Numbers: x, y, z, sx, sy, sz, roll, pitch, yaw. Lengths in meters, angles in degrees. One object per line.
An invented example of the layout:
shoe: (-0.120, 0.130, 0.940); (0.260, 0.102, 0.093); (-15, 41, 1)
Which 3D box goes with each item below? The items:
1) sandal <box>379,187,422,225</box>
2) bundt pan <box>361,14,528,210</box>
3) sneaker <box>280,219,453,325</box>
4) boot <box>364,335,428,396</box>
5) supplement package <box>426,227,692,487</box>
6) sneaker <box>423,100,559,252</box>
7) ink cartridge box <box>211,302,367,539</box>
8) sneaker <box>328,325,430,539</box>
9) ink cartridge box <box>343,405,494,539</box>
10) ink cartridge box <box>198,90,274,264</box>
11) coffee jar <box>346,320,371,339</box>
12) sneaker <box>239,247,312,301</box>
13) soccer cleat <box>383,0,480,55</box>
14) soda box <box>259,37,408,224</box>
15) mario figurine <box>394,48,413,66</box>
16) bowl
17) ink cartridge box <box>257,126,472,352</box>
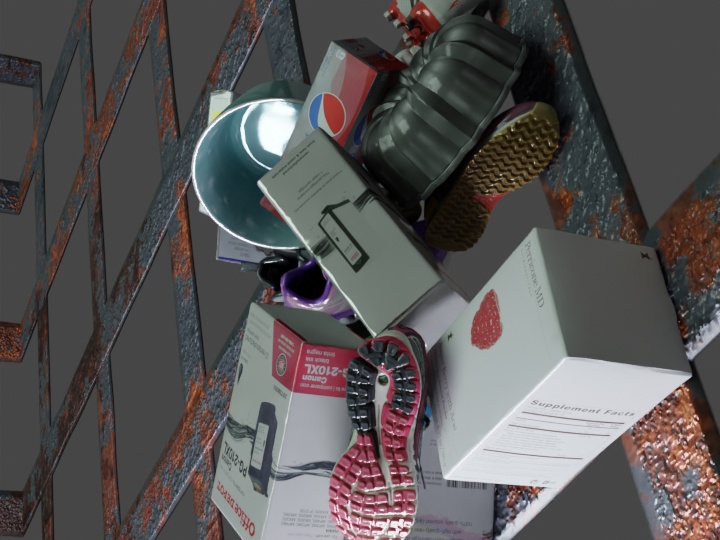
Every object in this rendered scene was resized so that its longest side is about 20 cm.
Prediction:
sandal: (0.013, -0.060, 1.419); (0.200, 0.080, 0.054); (127, 127, -79)
bundt pan: (0.071, -0.161, 1.262); (0.202, 0.076, 0.202); (-51, 12, 15)
sneaker: (0.000, 0.000, 1.373); (0.199, 0.089, 0.081); (-28, 47, 14)
boot: (0.044, 0.094, 1.325); (0.200, 0.073, 0.076); (-19, 90, 56)
supplement package: (0.151, 0.076, 1.068); (0.200, 0.119, 0.122); (126, 144, -46)
sneaker: (0.116, -0.108, 1.258); (0.200, 0.074, 0.091); (-49, 33, 42)
ink cartridge box: (-0.062, 0.146, 1.208); (0.145, 0.084, 0.202); (29, 109, 64)
sneaker: (0.026, 0.146, 1.124); (0.075, 0.080, 0.202); (-35, -42, -65)
ink cartridge box: (0.031, 0.232, 1.257); (0.146, 0.146, 0.202); (-17, 67, 63)
ink cartridge box: (-0.121, -0.105, 1.642); (0.047, 0.197, 0.202); (7, 88, 34)
coffee jar: (-0.031, 0.085, 1.511); (0.200, 0.085, 0.105); (150, 123, -60)
sneaker: (-0.083, 0.009, 1.579); (0.200, 0.139, 0.078); (150, 123, -60)
soccer cleat: (0.080, -0.276, 1.404); (0.085, 0.069, 0.200); (-38, 11, 1)
soda box: (-0.028, -0.138, 1.367); (0.063, 0.070, 0.201); (36, 118, 19)
mario figurine: (0.045, -0.169, 1.460); (0.124, 0.105, 0.200); (66, 174, -17)
bowl: (-0.086, -0.134, 1.494); (0.105, 0.199, 0.202); (-87, 19, -53)
ink cartridge box: (0.012, -0.018, 1.233); (0.084, 0.146, 0.200); (-41, 66, 6)
